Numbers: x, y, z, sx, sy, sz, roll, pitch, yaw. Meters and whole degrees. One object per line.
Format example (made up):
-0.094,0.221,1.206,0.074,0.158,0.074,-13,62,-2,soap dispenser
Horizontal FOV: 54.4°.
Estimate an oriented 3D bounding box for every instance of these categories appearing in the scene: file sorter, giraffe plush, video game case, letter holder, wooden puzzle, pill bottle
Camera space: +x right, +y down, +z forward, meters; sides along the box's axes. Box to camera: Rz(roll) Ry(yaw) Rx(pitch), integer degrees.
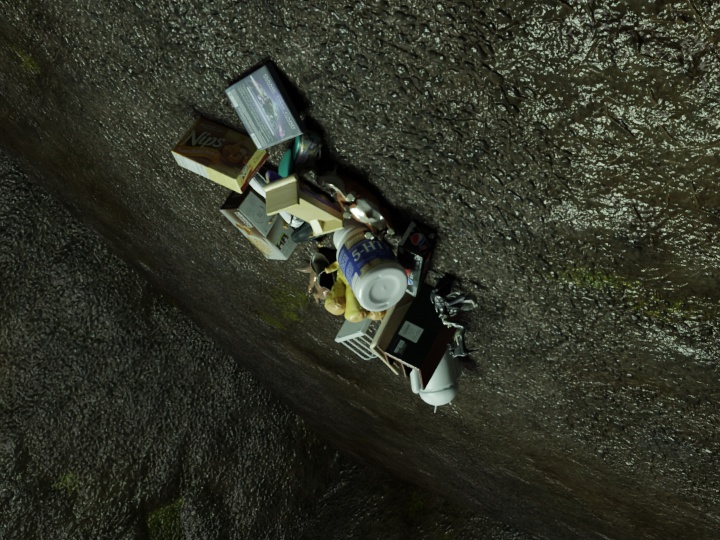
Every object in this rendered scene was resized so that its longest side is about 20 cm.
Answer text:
0.041,0.157,1.934,0.123,0.141,0.199,35,158,-12,file sorter
0.000,0.000,1.682,0.167,0.204,0.164,-2,145,-14,giraffe plush
-0.194,-0.324,1.409,0.198,0.019,0.145,-3,121,56,video game case
0.154,0.165,1.704,0.099,0.202,0.143,22,156,23,letter holder
0.094,0.138,1.723,0.037,0.188,0.200,19,163,30,wooden puzzle
0.014,-0.021,1.523,0.121,0.118,0.201,57,180,-45,pill bottle

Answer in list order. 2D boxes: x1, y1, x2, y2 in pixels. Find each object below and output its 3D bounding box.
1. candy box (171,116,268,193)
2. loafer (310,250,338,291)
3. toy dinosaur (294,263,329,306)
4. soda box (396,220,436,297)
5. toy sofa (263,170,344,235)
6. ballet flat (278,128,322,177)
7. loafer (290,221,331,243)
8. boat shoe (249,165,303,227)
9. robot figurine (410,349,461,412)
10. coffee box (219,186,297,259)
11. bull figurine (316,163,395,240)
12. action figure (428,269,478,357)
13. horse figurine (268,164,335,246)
-0.325,-0.270,1.623,0.196,0.117,0.056,24,156,23,candy box
-0.084,0.006,1.822,0.070,0.075,0.199,-2,-155,-33,loafer
-0.103,0.025,1.954,0.200,0.085,0.137,47,154,27,toy dinosaur
0.119,-0.023,1.549,0.062,0.072,0.201,27,157,12,soda box
-0.116,-0.149,1.482,0.081,0.101,0.199,-13,162,26,toy sofa
-0.122,-0.235,1.477,0.071,0.073,0.200,36,157,-7,ballet flat
-0.116,-0.097,1.736,0.071,0.068,0.199,47,152,-10,loafer
-0.195,-0.197,1.659,0.201,0.072,0.068,49,124,2,boat shoe
0.203,0.275,1.899,0.112,0.166,0.206,-9,95,63,robot figurine
-0.267,-0.125,1.878,0.113,0.081,0.200,4,143,51,coffee box
-0.005,-0.139,1.470,0.198,0.065,0.122,34,-157,-20,bull figurine
0.218,0.087,1.593,0.119,0.099,0.206,-3,-103,-83,action figure
-0.119,-0.141,1.611,0.195,0.136,0.050,23,162,-6,horse figurine
